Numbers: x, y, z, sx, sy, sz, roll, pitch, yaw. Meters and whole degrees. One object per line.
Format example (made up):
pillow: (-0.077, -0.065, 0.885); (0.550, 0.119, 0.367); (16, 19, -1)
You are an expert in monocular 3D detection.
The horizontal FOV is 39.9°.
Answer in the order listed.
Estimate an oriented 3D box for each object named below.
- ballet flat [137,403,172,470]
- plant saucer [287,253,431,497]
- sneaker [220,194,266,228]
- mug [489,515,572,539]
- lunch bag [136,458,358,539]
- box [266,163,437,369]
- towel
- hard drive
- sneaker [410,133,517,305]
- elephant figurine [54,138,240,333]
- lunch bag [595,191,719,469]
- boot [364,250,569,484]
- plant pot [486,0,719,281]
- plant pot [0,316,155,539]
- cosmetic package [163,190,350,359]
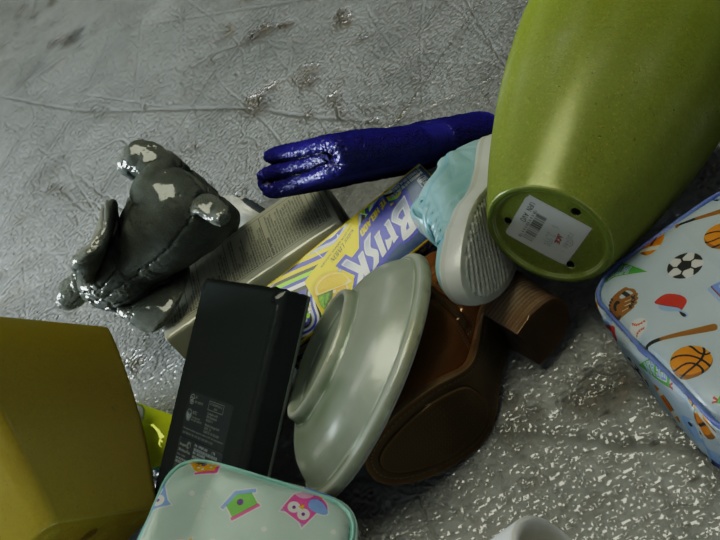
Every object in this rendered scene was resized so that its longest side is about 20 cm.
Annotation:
ballet flat: (-0.250, 0.151, 0.949); (0.199, 0.067, 0.067); (-3, 47, 39)
plant saucer: (-0.012, 0.072, 0.753); (0.200, 0.050, 0.201); (-90, 26, -68)
sneaker: (-0.178, 0.001, 1.044); (0.198, 0.080, 0.130); (-9, 46, 36)
mug: (0.062, 0.242, 0.509); (0.153, 0.149, 0.187); (-34, 28, 19)
lunch bag: (-0.085, 0.237, 0.656); (0.159, 0.077, 0.201); (14, 55, 8)
box: (0.000, 0.000, 0.879); (0.200, 0.070, 0.064); (-39, 69, -1)
towel: (0.017, -0.112, 0.911); (0.199, 0.050, 0.147); (-14, 1, -37)
hard drive: (-0.109, 0.109, 0.809); (0.139, 0.033, 0.202); (6, 82, 55)
sneaker: (0.076, -0.033, 0.776); (0.082, 0.074, 0.200); (-19, 26, 28)
elephant figurine: (-0.214, -0.010, 0.944); (0.141, 0.155, 0.200); (41, 90, 13)
lunch bag: (0.255, 0.034, 0.627); (0.160, 0.076, 0.200); (-34, 34, 2)
boot: (0.048, 0.063, 0.774); (0.200, 0.077, 0.155); (-47, 35, -11)
plant pot: (0.171, -0.095, 0.737); (0.186, 0.188, 0.201); (-2, 45, 40)
plant pot: (-0.289, 0.172, 0.817); (0.200, 0.200, 0.177); (-45, 66, 14)
cosmetic package: (-0.095, 0.006, 0.969); (0.199, 0.073, 0.104); (-34, 34, 6)
